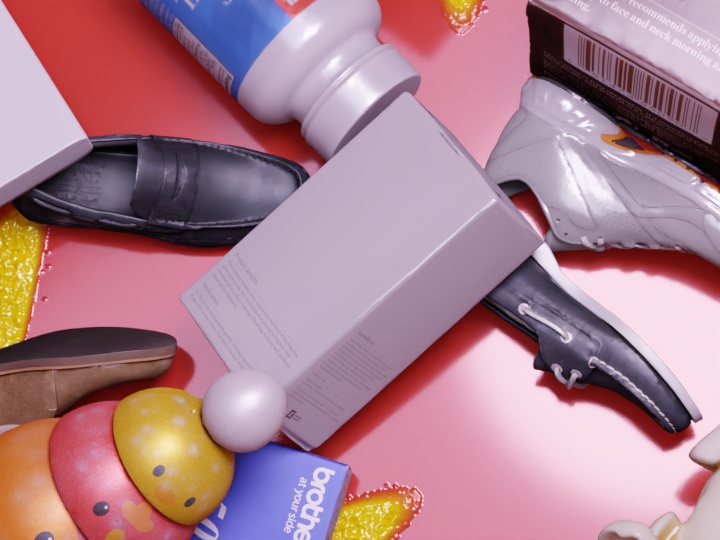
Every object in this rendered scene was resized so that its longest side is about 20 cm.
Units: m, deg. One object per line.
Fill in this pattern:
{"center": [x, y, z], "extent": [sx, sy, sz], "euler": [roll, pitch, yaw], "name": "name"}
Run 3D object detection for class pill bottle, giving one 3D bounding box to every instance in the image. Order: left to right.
{"center": [-0.057, -0.166, 1.649], "extent": [0.112, 0.112, 0.200], "euler": [-44, 79, -5], "name": "pill bottle"}

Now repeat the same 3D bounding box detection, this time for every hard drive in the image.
{"center": [-0.277, -0.122, 1.649], "extent": [0.132, 0.027, 0.200], "euler": [-32, 67, -5], "name": "hard drive"}

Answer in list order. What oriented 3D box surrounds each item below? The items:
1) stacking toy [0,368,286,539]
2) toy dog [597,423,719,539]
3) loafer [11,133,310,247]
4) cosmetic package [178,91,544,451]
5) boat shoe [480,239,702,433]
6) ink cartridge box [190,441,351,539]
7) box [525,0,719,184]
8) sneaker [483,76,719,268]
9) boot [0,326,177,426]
{"center": [-0.128, 0.116, 1.544], "extent": [0.200, 0.146, 0.146], "euler": [-35, 77, 24], "name": "stacking toy"}
{"center": [0.261, 0.156, 1.539], "extent": [0.140, 0.194, 0.200], "euler": [21, 55, 32], "name": "toy dog"}
{"center": [-0.132, -0.053, 1.653], "extent": [0.200, 0.070, 0.068], "euler": [3, 79, 5], "name": "loafer"}
{"center": [0.000, 0.000, 1.594], "extent": [0.200, 0.081, 0.113], "euler": [-40, 55, 6], "name": "cosmetic package"}
{"center": [0.130, 0.040, 1.616], "extent": [0.060, 0.076, 0.200], "euler": [-44, 67, -5], "name": "boat shoe"}
{"center": [-0.080, 0.205, 1.610], "extent": [0.094, 0.044, 0.200], "euler": [16, 80, 6], "name": "ink cartridge box"}
{"center": [0.224, -0.185, 1.602], "extent": [0.166, 0.164, 0.200], "euler": [32, 83, 11], "name": "box"}
{"center": [0.168, -0.036, 1.632], "extent": [0.200, 0.076, 0.092], "euler": [34, 91, 18], "name": "sneaker"}
{"center": [-0.211, 0.082, 1.644], "extent": [0.200, 0.074, 0.075], "euler": [-11, 98, 5], "name": "boot"}
